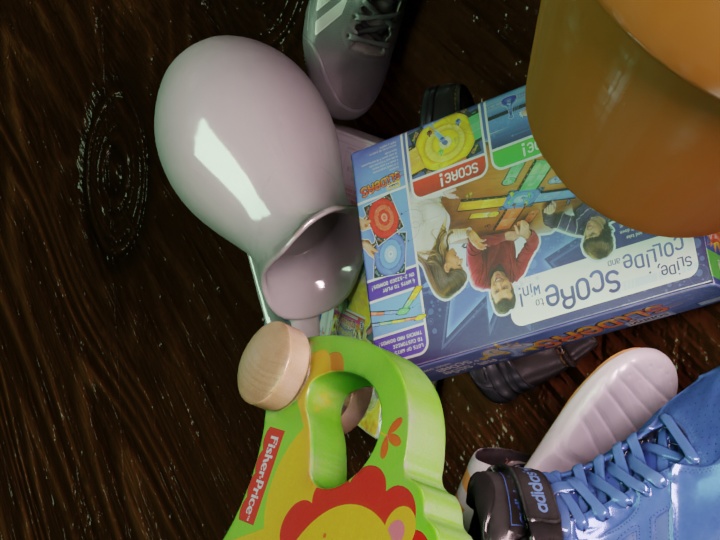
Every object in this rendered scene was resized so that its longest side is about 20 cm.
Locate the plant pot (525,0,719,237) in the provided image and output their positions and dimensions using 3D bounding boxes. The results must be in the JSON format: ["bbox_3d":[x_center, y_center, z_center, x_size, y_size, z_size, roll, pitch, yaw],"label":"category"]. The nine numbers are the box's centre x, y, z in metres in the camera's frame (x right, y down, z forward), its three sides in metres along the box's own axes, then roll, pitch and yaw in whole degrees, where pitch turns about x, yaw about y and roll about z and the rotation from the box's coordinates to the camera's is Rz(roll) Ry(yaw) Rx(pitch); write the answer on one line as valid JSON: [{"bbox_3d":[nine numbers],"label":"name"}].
[{"bbox_3d":[0.155,-0.114,0.570,0.184,0.198,0.202,114,149,-58],"label":"plant pot"}]

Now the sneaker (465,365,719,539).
[{"bbox_3d":[0.112,0.109,0.641,0.201,0.110,0.077,-58,21,20],"label":"sneaker"}]

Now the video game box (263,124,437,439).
[{"bbox_3d":[0.000,0.000,0.964,0.200,0.046,0.184,29,108,59],"label":"video game box"}]

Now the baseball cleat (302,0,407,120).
[{"bbox_3d":[0.011,-0.204,0.951,0.106,0.069,0.202,14,99,61],"label":"baseball cleat"}]

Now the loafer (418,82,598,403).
[{"bbox_3d":[0.085,-0.026,0.805,0.072,0.073,0.202,-22,68,20],"label":"loafer"}]

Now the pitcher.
[{"bbox_3d":[-0.069,-0.049,0.951,0.201,0.120,0.173,58,147,34],"label":"pitcher"}]

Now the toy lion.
[{"bbox_3d":[-0.010,0.134,0.676,0.191,0.068,0.202,5,74,53],"label":"toy lion"}]

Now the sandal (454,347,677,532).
[{"bbox_3d":[0.098,0.110,0.745,0.208,0.079,0.059,-59,36,25],"label":"sandal"}]

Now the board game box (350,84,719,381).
[{"bbox_3d":[0.089,-0.027,0.730,0.199,0.034,0.137,-18,69,32],"label":"board game box"}]
